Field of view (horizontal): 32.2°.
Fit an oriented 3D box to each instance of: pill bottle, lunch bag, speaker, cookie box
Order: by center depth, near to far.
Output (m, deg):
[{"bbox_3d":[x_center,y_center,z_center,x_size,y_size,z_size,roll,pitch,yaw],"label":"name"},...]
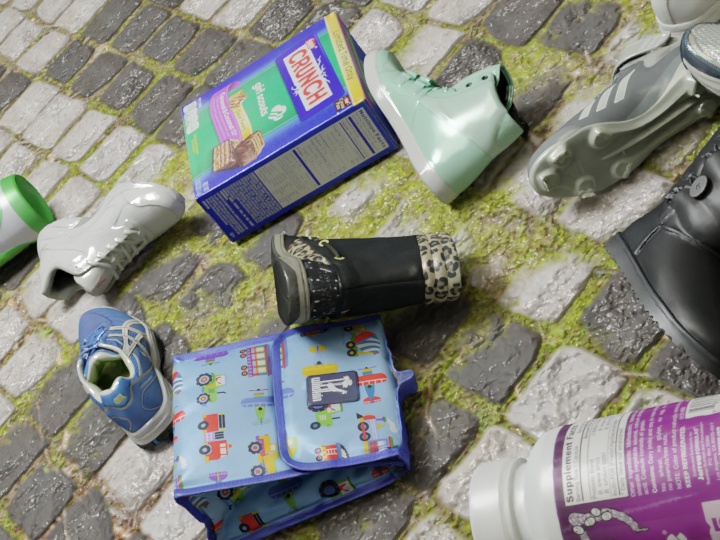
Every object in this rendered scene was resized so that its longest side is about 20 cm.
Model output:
[{"bbox_3d":[0.176,0.148,0.802,0.199,0.112,0.113,-16,46,26],"label":"pill bottle"},{"bbox_3d":[-0.047,0.125,1.026,0.199,0.094,0.151,-18,43,7],"label":"lunch bag"},{"bbox_3d":[-0.077,-0.149,1.282,0.199,0.075,0.172,-29,41,11],"label":"cookie box"},{"bbox_3d":[-0.457,-0.025,1.450,0.200,0.088,0.089,-36,41,5],"label":"speaker"}]

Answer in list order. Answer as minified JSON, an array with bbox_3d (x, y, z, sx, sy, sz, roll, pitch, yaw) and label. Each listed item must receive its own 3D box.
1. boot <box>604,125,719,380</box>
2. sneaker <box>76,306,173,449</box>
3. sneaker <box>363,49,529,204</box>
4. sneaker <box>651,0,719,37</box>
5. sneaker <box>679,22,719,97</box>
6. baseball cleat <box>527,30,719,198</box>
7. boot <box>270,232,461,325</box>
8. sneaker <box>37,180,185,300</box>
[{"bbox_3d":[0.281,-0.042,0.888,0.200,0.066,0.165,-46,38,17],"label":"boot"},{"bbox_3d":[-0.232,0.084,1.192,0.076,0.077,0.200,-44,39,-2],"label":"sneaker"},{"bbox_3d":[0.083,-0.163,1.173,0.118,0.074,0.201,-38,50,13],"label":"sneaker"},{"bbox_3d":[0.324,-0.302,1.106,0.075,0.089,0.200,22,69,47],"label":"sneaker"},{"bbox_3d":[0.343,-0.174,0.951,0.199,0.086,0.078,14,62,27],"label":"sneaker"},{"bbox_3d":[0.221,-0.133,1.061,0.199,0.070,0.107,-28,35,0],"label":"baseball cleat"},{"bbox_3d":[0.000,0.002,1.094,0.153,0.074,0.204,-7,8,-5],"label":"boot"},{"bbox_3d":[-0.262,-0.021,1.320,0.199,0.078,0.100,-27,48,29],"label":"sneaker"}]
